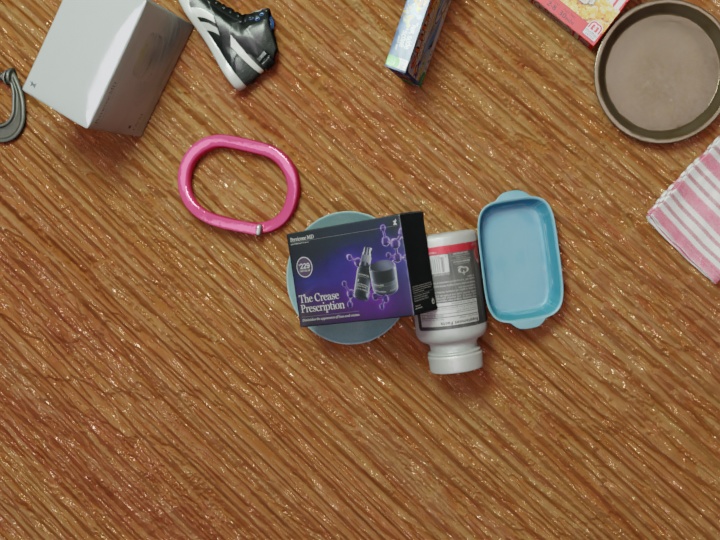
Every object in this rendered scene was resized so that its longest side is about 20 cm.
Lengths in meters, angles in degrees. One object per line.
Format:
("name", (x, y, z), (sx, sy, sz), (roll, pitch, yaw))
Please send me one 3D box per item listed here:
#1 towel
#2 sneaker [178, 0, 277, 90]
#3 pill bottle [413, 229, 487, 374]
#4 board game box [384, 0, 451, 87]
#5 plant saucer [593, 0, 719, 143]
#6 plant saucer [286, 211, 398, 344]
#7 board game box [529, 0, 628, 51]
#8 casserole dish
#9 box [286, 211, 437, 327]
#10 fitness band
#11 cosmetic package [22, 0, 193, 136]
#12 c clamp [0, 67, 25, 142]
("towel", (0.528, -0.102, 1.308), (0.146, 0.030, 0.200), (43, 100, 4))
("sneaker", (-0.198, -0.392, 1.404), (0.111, 0.073, 0.202), (-32, 96, 7))
("pill bottle", (0.130, 0.046, 1.349), (0.108, 0.111, 0.204), (-7, 93, 10))
("board game box", (0.095, -0.376, 1.313), (0.034, 0.135, 0.203), (21, 98, 12))
("plant saucer", (0.434, -0.285, 1.310), (0.196, 0.029, 0.205), (1, 95, 8))
("plant saucer", (-0.016, 0.011, 1.410), (0.197, 0.039, 0.206), (1, 94, 10))
("board game box", (0.339, -0.447, 1.309), (0.151, 0.046, 0.201), (38, 99, 5))
("casserole dish", (0.234, -0.016, 1.353), (0.119, 0.039, 0.204), (-8, 92, -3))
("box", (0.000, 0.000, 1.316), (0.197, 0.078, 0.144), (-8, 89, 32))
("fitness band", (-0.192, -0.135, 1.433), (0.196, 0.037, 0.147), (13, 96, 8))
("cosmetic package", (-0.373, -0.323, 1.369), (0.122, 0.200, 0.202), (29, 99, 7))
("c clamp", (-0.640, -0.301, 1.507), (0.196, 0.027, 0.174), (12, 96, 10))
